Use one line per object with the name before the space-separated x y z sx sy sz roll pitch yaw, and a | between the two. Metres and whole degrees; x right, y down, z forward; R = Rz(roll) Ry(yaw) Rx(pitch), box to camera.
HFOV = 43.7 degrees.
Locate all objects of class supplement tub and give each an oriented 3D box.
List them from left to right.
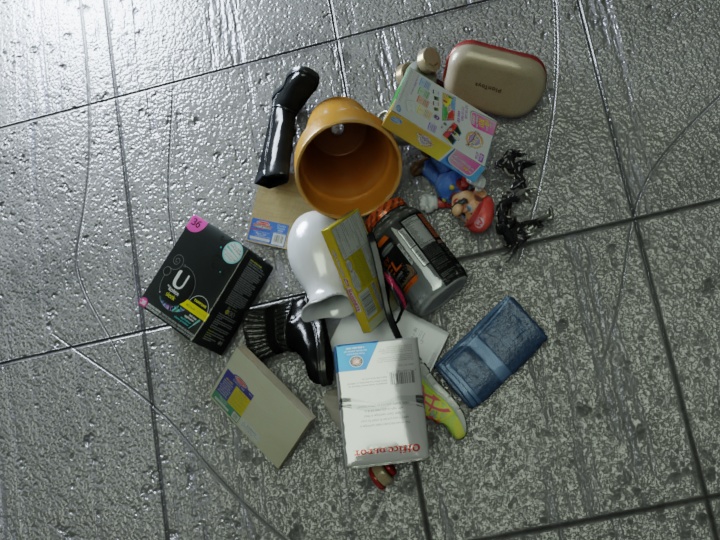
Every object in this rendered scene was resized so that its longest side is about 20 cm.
supplement tub | 0.098 -0.029 1.671 0.122 0.123 0.201 -37 74 0

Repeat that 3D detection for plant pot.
plant pot | -0.031 -0.230 1.691 0.196 0.203 0.185 -20 35 5

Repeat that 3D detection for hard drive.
hard drive | 0.053 0.134 1.693 0.197 0.025 0.134 26 83 14

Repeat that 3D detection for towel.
towel | 0.241 0.149 1.646 0.200 0.049 0.112 -43 75 -1

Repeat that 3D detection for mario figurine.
mario figurine | 0.169 -0.149 1.686 0.105 0.124 0.201 -38 68 -9

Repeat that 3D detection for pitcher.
pitcher | -0.050 -0.002 1.679 0.121 0.169 0.203 -46 46 40

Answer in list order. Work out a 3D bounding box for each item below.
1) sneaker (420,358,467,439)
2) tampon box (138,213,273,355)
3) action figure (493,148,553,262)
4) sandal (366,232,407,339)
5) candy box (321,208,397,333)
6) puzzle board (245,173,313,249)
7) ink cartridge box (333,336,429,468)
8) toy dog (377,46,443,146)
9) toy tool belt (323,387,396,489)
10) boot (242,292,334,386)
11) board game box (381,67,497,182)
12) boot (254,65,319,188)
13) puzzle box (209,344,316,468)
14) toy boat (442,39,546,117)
sneaker | 0.111 0.235 1.616 0.090 0.078 0.201 -42 93 -11
tampon box | -0.292 0.028 1.714 0.148 0.126 0.202 29 84 23
action figure | 0.298 -0.120 1.660 0.100 0.119 0.205 -7 69 25
sandal | 0.055 0.028 1.605 0.044 0.075 0.205 -13 88 1
candy box | 0.000 0.000 1.623 0.026 0.102 0.204 -13 105 36
puzzle board | -0.119 -0.112 1.781 0.195 0.017 0.154 11 81 13
ink cartridge box | 0.034 0.223 1.529 0.143 0.086 0.205 -5 85 -3
toy dog | 0.115 -0.328 1.749 0.095 0.131 0.204 24 87 -28
toy tool belt | 0.031 0.275 1.618 0.122 0.125 0.202 -36 75 9
boot | -0.135 0.144 1.674 0.155 0.080 0.214 -18 47 4
board game box | 0.147 -0.267 1.634 0.197 0.040 0.154 30 45 -7
boot | -0.143 -0.274 1.742 0.064 0.164 0.204 19 69 -19
puzzle box | -0.186 0.252 1.676 0.200 0.025 0.134 43 120 15
toy boat | 0.261 -0.383 1.730 0.196 0.132 0.132 15 44 3
